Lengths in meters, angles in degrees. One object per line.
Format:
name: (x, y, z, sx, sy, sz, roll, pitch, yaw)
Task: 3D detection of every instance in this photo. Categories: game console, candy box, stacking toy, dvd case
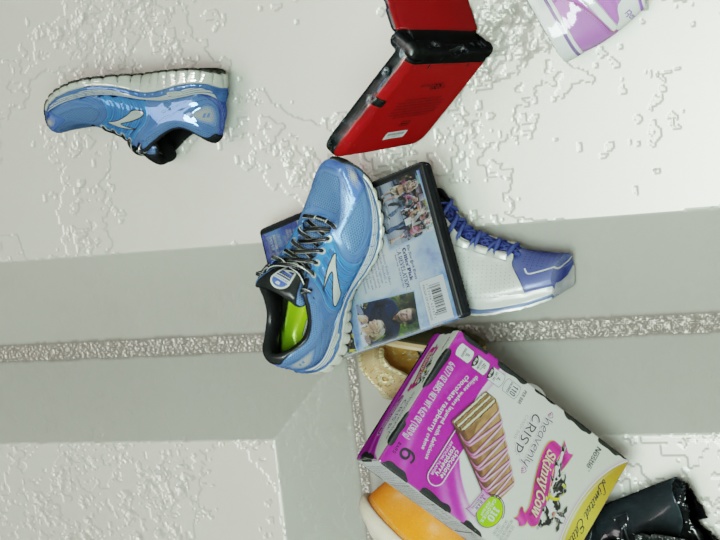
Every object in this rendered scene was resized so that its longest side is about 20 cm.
game console: (0.026, -0.202, 1.247, 0.119, 0.200, 0.172, 44, 112, 12)
candy box: (0.116, 0.165, 1.257, 0.200, 0.061, 0.137, 37, 74, -13)
stacking toy: (0.108, 0.190, 1.333, 0.146, 0.146, 0.200, 39, 93, 13)
dvd case: (0.000, 0.000, 1.320, 0.200, 0.018, 0.143, -21, 79, 35)

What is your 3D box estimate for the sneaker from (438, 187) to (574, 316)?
sneaker: (0.087, -0.020, 1.315, 0.199, 0.081, 0.116, -4, 99, 25)

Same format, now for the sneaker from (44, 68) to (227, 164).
sneaker: (-0.223, -0.147, 1.421, 0.199, 0.079, 0.090, -2, 95, 23)

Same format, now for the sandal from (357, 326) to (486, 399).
sandal: (0.024, 0.085, 1.365, 0.211, 0.078, 0.070, 9, 103, 30)

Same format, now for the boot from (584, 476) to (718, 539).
boot: (0.247, 0.297, 1.298, 0.168, 0.076, 0.201, -18, 85, 28)

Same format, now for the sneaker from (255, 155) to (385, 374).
sneaker: (-0.040, -0.002, 1.283, 0.078, 0.089, 0.201, 18, 100, 34)

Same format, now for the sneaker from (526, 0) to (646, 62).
sneaker: (0.174, -0.294, 1.246, 0.114, 0.073, 0.201, -31, 96, 20)
